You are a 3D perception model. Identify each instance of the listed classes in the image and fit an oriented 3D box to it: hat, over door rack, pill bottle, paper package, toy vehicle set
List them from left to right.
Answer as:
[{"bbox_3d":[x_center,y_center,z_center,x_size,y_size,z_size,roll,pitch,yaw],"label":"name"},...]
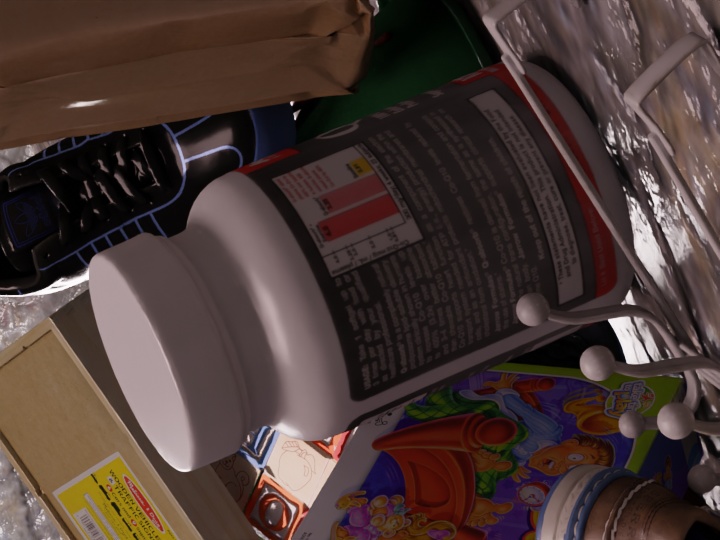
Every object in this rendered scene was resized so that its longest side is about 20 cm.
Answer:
[{"bbox_3d":[-0.105,-0.168,1.264,0.103,0.190,0.200,93,167,-69],"label":"paper package"},{"bbox_3d":[-0.110,0.115,1.419,0.200,0.027,0.124,56,146,-2],"label":"toy vehicle set"},{"bbox_3d":[-0.030,-0.035,1.329,0.166,0.176,0.200,65,170,6],"label":"hat"},{"bbox_3d":[0.000,0.000,1.175,0.116,0.200,0.116,55,159,34],"label":"pill bottle"},{"bbox_3d":[0.102,-0.001,1.071,0.200,0.067,0.148,69,168,-23],"label":"over door rack"}]

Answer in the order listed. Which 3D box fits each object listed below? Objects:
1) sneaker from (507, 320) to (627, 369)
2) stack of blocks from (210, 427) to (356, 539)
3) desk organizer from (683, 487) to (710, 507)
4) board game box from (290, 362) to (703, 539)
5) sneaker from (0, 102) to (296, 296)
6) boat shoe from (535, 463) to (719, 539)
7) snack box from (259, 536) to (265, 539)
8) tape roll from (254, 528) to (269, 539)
[{"bbox_3d":[0.102,0.101,1.314,0.066,0.078,0.200,6,111,28],"label":"sneaker"},{"bbox_3d":[-0.009,0.075,1.380,0.200,0.059,0.115,36,117,23],"label":"stack of blocks"},{"bbox_3d":[0.147,0.196,1.282,0.072,0.077,0.200,12,118,35],"label":"desk organizer"},{"bbox_3d":[0.042,0.120,1.181,0.134,0.200,0.045,4,131,28],"label":"board game box"},{"bbox_3d":[-0.116,-0.033,1.338,0.200,0.078,0.070,-29,81,41],"label":"sneaker"},{"bbox_3d":[0.146,0.149,1.129,0.072,0.072,0.200,8,155,46],"label":"boat shoe"},{"bbox_3d":[-0.035,0.245,1.504,0.142,0.053,0.200,28,133,36],"label":"snack box"},{"bbox_3d":[-0.012,0.053,1.524,0.200,0.066,0.200,-176,90,-75],"label":"tape roll"}]
